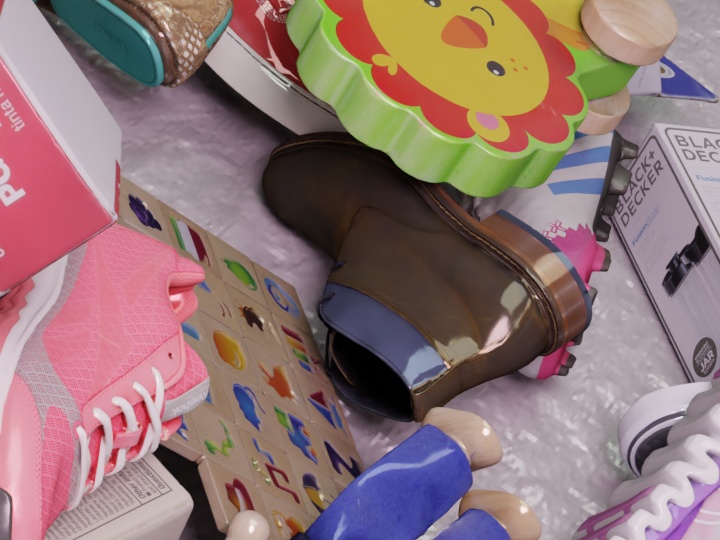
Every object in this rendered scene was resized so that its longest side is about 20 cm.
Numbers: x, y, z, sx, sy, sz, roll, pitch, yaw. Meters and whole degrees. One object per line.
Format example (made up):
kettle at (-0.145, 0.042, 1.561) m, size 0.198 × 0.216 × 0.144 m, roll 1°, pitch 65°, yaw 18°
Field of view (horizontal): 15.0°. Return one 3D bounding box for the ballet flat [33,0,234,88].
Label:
ballet flat at (-0.137, -0.155, 1.317) m, size 0.200 × 0.071 × 0.065 m, roll 38°, pitch 59°, yaw 25°

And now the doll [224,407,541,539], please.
doll at (-0.011, 0.143, 1.053) m, size 0.200 × 0.048 × 0.137 m, roll -38°, pitch 112°, yaw -32°

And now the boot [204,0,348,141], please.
boot at (-0.028, -0.155, 1.334) m, size 0.200 × 0.144 × 0.072 m, roll 45°, pitch 3°, yaw 21°

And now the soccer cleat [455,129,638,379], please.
soccer cleat at (0.078, -0.016, 1.314) m, size 0.086 × 0.070 × 0.200 m, roll 18°, pitch 32°, yaw 2°

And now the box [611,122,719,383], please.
box at (0.212, 0.019, 1.350) m, size 0.116 × 0.060 × 0.200 m, roll 5°, pitch 43°, yaw -26°

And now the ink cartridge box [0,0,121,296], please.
ink cartridge box at (-0.188, -0.013, 0.959) m, size 0.083 × 0.200 × 0.147 m, roll 56°, pitch 4°, yaw -15°

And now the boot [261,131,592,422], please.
boot at (0.000, 0.000, 1.222) m, size 0.097 × 0.075 × 0.200 m, roll -35°, pitch 40°, yaw -28°

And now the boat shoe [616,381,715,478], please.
boat shoe at (0.209, 0.115, 1.237) m, size 0.199 × 0.072 × 0.068 m, roll 25°, pitch 36°, yaw -15°

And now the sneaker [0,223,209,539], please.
sneaker at (-0.098, 0.042, 0.994) m, size 0.086 × 0.074 × 0.200 m, roll 13°, pitch 37°, yaw -5°

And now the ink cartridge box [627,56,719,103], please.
ink cartridge box at (0.063, -0.147, 1.429) m, size 0.199 × 0.041 × 0.200 m, roll -4°, pitch 32°, yaw -35°

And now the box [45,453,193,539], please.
box at (-0.168, 0.114, 1.003) m, size 0.095 × 0.078 × 0.200 m, roll 44°, pitch 41°, yaw 21°

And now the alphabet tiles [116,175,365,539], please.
alphabet tiles at (-0.052, 0.047, 1.141) m, size 0.167 × 0.008 × 0.200 m, roll 34°, pitch 25°, yaw -45°

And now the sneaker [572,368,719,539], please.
sneaker at (0.151, 0.114, 1.158) m, size 0.089 × 0.080 × 0.200 m, roll 48°, pitch 68°, yaw -4°

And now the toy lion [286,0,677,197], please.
toy lion at (0.038, -0.122, 1.258) m, size 0.191 × 0.069 × 0.200 m, roll -16°, pitch 60°, yaw -42°
